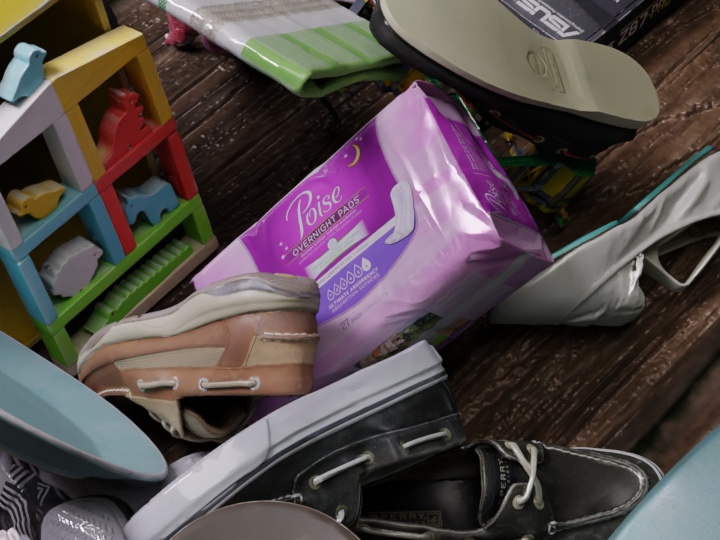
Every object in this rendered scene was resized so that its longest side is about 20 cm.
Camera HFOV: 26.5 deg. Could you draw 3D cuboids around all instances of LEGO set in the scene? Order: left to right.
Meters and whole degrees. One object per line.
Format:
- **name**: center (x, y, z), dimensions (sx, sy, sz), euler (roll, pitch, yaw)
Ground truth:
- **LEGO set**: center (0.043, -0.089, 0.988), dimensions (0.153, 0.116, 0.201), euler (-19, 68, -48)

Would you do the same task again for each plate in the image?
- **plate**: center (-0.186, 0.057, 0.770), dimensions (0.199, 0.200, 0.026), euler (32, 89, 20)

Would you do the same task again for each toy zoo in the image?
- **toy zoo**: center (-0.157, -0.048, 0.884), dimensions (0.020, 0.201, 0.131), euler (26, 57, 34)

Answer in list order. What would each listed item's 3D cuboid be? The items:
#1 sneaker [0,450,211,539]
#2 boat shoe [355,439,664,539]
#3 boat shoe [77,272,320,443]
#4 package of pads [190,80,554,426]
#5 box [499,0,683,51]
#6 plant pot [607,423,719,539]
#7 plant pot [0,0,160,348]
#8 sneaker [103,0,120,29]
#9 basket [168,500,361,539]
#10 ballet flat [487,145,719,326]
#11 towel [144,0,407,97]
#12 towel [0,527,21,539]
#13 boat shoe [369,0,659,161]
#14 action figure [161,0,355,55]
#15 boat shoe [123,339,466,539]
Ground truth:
- **sneaker**: center (-0.142, 0.131, 0.834), dimensions (0.114, 0.076, 0.199), euler (-3, 17, -42)
- **boat shoe**: center (0.077, 0.128, 0.844), dimensions (0.198, 0.064, 0.071), euler (-7, 55, -6)
- **boat shoe**: center (-0.093, 0.058, 0.832), dimensions (0.075, 0.199, 0.073), euler (1, 74, -37)
- **package of pads**: center (0.000, 0.000, 0.870), dimensions (0.200, 0.075, 0.121), euler (-40, 58, 23)
- **box**: center (0.132, -0.237, 1.109), dimensions (0.161, 0.049, 0.200), euler (-39, 64, -21)
- **plant pot**: center (0.218, 0.156, 0.787), dimensions (0.199, 0.142, 0.142), euler (-30, 60, -11)
- **plant pot**: center (-0.261, -0.072, 0.915), dimensions (0.176, 0.201, 0.200), euler (30, 59, 33)
- **sneaker**: center (-0.252, -0.173, 1.026), dimensions (0.199, 0.091, 0.076), euler (21, 39, -28)
- **basket**: center (-0.040, 0.203, 0.709), dimensions (0.135, 0.201, 0.181), euler (-25, 59, -17)
- **ballet flat**: center (0.169, -0.007, 0.946), dimensions (0.199, 0.070, 0.069), euler (-32, 61, -22)
- **towel**: center (-0.080, -0.155, 0.884), dimensions (0.199, 0.031, 0.149), euler (33, 26, 18)
- **towel**: center (-0.112, 0.231, 0.690), dimensions (0.032, 0.201, 0.191), euler (-28, 58, -21)
- **boat shoe**: center (0.085, -0.114, 0.901), dimensions (0.200, 0.063, 0.074), euler (16, 54, -33)
- **action figure**: center (-0.050, -0.185, 1.027), dimensions (0.199, 0.135, 0.149), euler (-34, 62, -32)
- **boat shoe**: center (-0.022, 0.102, 0.766), dimensions (0.199, 0.072, 0.071), euler (-27, 82, -31)
